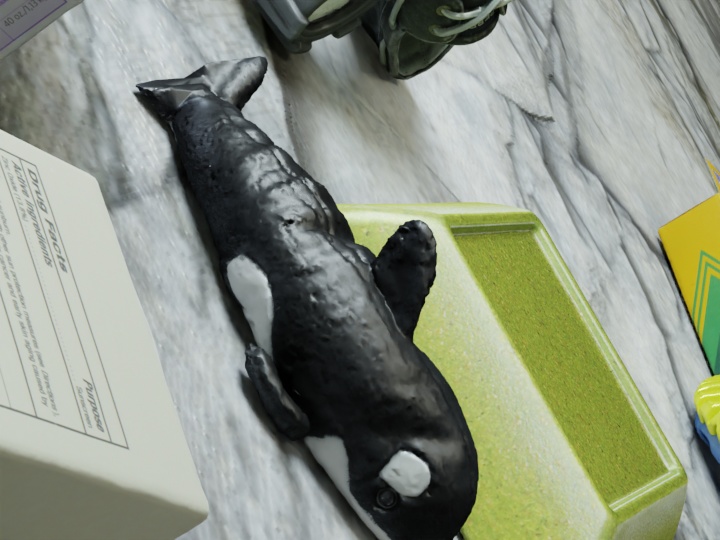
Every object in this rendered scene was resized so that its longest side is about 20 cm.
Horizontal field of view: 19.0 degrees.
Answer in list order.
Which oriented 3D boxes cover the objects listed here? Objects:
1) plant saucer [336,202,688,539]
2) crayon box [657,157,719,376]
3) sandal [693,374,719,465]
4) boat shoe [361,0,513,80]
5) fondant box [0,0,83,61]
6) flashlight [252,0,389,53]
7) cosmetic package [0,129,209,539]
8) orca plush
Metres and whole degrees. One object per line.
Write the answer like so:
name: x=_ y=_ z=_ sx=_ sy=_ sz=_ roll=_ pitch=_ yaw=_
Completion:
plant saucer: x=0.070 y=0.047 z=0.905 sx=0.200 sy=0.048 sz=0.200 roll=61 pitch=19 yaw=9
crayon box: x=0.259 y=0.039 z=1.383 sx=0.126 sy=0.052 sz=0.200 roll=40 pitch=27 yaw=-43
sandal: x=0.226 y=0.114 z=1.173 sx=0.200 sy=0.079 sz=0.087 roll=-79 pitch=165 yaw=-70
boat shoe: x=0.044 y=-0.140 z=0.990 sx=0.071 sy=0.072 sz=0.200 roll=64 pitch=-13 yaw=4
fondant box: x=-0.164 y=-0.169 z=0.645 sx=0.200 sy=0.058 sz=0.144 roll=45 pitch=23 yaw=-31
flashlight: x=-0.058 y=-0.194 z=0.949 sx=0.200 sy=0.068 sz=0.068 roll=56 pitch=-2 yaw=11
cosmetic package: x=-0.126 y=0.007 z=0.441 sx=0.200 sy=0.071 sz=0.105 roll=30 pitch=33 yaw=-54
orca plush: x=0.000 y=0.000 z=0.767 sx=0.105 sy=0.071 sz=0.200 roll=27 pitch=36 yaw=-57
